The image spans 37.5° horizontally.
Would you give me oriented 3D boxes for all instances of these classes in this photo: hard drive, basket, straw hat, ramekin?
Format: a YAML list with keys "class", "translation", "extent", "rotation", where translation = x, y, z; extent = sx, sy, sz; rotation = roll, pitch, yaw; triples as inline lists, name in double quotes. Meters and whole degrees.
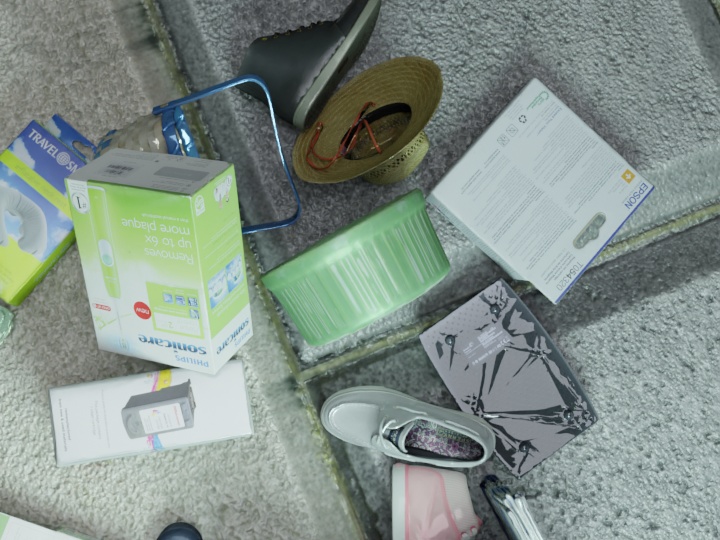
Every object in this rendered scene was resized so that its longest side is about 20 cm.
- class: "hard drive"
  translation: [0.169, 0.125, 1.231]
  extent: [0.135, 0.042, 0.200]
  rotation: [-34, 87, -9]
- class: "basket"
  translation: [-0.178, -0.110, 1.160]
  extent: [0.200, 0.139, 0.176]
  rotation: [-12, 116, 3]
- class: "straw hat"
  translation: [0.027, -0.148, 1.226]
  extent: [0.201, 0.201, 0.085]
  rotation: [-48, 128, -10]
- class: "ramekin"
  translation: [0.000, 0.000, 1.156]
  extent: [0.200, 0.200, 0.098]
  rotation: [-30, 94, -9]

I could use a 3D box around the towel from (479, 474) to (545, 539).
- class: "towel"
  translation: [0.178, 0.291, 1.130]
  extent: [0.024, 0.200, 0.147]
  rotation: [-27, 86, -3]

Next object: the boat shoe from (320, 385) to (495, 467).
- class: "boat shoe"
  translation: [0.050, 0.181, 1.183]
  extent: [0.200, 0.069, 0.072]
  rotation: [17, 97, 8]

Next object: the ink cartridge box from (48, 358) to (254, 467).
- class: "ink cartridge box"
  translation: [-0.219, 0.151, 1.134]
  extent: [0.200, 0.148, 0.086]
  rotation: [-9, 84, -9]

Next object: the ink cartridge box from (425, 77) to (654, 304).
- class: "ink cartridge box"
  translation: [0.214, -0.093, 1.266]
  extent: [0.200, 0.043, 0.196]
  rotation: [43, 79, -1]

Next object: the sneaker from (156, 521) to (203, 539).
- class: "sneaker"
  translation: [-0.214, 0.373, 1.137]
  extent: [0.070, 0.082, 0.200]
  rotation: [15, 81, -4]

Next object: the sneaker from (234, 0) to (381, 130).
- class: "sneaker"
  translation: [-0.058, -0.272, 1.245]
  extent: [0.106, 0.075, 0.200]
  rotation: [31, 75, 7]

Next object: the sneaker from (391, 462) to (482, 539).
- class: "sneaker"
  translation: [0.085, 0.316, 1.179]
  extent: [0.105, 0.075, 0.200]
  rotation: [1, 78, -1]

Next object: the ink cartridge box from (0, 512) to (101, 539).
- class: "ink cartridge box"
  translation: [-0.352, 0.347, 1.144]
  extent: [0.200, 0.048, 0.146]
  rotation: [21, 81, -3]

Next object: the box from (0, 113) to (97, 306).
- class: "box"
  translation: [-0.371, -0.073, 1.199]
  extent: [0.122, 0.048, 0.200]
  rotation: [39, 81, 0]

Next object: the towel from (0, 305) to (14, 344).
- class: "towel"
  translation: [-0.499, 0.096, 1.174]
  extent: [0.153, 0.023, 0.200]
  rotation: [31, 81, 0]

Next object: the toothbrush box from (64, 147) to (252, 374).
- class: "toothbrush box"
  translation: [-0.199, -0.011, 1.069]
  extent: [0.146, 0.086, 0.200]
  rotation: [10, 123, 22]
